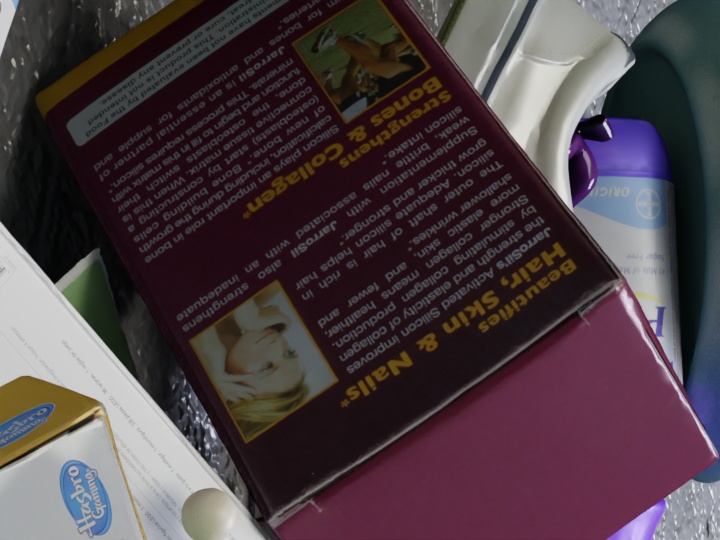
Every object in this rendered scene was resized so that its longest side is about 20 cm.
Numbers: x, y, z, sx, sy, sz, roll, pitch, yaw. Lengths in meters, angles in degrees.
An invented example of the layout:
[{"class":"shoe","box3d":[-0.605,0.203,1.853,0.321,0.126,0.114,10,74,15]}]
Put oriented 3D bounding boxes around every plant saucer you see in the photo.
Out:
[{"class":"plant saucer","box3d":[0.128,-0.014,1.150,0.200,0.027,0.202,180,-90,-78]}]

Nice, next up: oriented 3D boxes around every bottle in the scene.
[{"class":"bottle","box3d":[0.083,0.043,1.095,0.065,0.083,0.202,133,-44,-80]}]

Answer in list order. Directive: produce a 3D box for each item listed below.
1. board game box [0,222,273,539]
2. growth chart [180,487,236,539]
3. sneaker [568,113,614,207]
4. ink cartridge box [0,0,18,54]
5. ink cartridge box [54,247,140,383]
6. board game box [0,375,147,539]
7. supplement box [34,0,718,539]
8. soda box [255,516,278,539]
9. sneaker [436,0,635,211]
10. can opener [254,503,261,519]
[{"class":"board game box","box3d":[-0.082,0.094,0.689,0.126,0.035,0.200,-48,120,-19]},{"class":"growth chart","box3d":[-0.099,0.127,0.651,0.199,0.018,0.146,-8,103,-31]},{"class":"sneaker","box3d":[0.046,0.034,1.016,0.074,0.087,0.202,35,54,-57]},{"class":"ink cartridge box","box3d":[-0.163,-0.034,0.565,0.129,0.124,0.201,52,40,-47]},{"class":"ink cartridge box","box3d":[-0.089,0.116,0.775,0.146,0.048,0.201,-48,123,-57]},{"class":"board game box","box3d":[-0.124,0.134,0.599,0.199,0.040,0.154,-26,113,-28]},{"class":"supplement box","box3d":[0.000,0.000,0.796,0.086,0.110,0.200,55,1,-44]},{"class":"soda box","box3d":[-0.005,0.179,0.887,0.063,0.070,0.202,-16,105,-63]},{"class":"sneaker","box3d":[0.032,-0.007,0.907,0.201,0.070,0.073,-65,-178,-15]},{"class":"can opener","box3d":[-0.009,0.047,0.963,0.067,0.053,0.202,94,-2,-76]}]
